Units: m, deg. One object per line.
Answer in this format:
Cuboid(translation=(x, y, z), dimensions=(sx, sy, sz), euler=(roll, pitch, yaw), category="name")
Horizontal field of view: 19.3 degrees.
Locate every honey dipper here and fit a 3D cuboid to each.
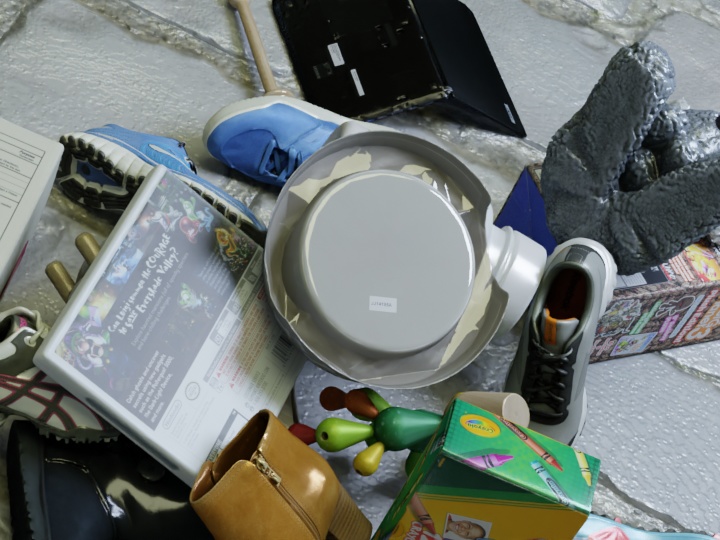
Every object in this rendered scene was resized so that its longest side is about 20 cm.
Cuboid(translation=(-0.093, -0.192, 1.963), dimensions=(0.038, 0.038, 0.200), euler=(0, 47, -25), category="honey dipper")

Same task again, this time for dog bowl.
Cuboid(translation=(0.015, -0.003, 1.633), dimensions=(0.199, 0.059, 0.201), euler=(4, 77, -18), category="dog bowl")

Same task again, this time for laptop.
Cuboid(translation=(0.037, -0.195, 2.039), dimensions=(0.199, 0.103, 0.178), euler=(-17, 55, -5), category="laptop")

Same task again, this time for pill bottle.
Cuboid(translation=(0.047, -0.028, 1.742), dimensions=(0.200, 0.114, 0.115), euler=(29, 44, -11), category="pill bottle")

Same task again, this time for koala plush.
Cuboid(translation=(0.263, -0.089, 1.830), dimensions=(0.178, 0.184, 0.200), euler=(52, 28, 11), category="koala plush")

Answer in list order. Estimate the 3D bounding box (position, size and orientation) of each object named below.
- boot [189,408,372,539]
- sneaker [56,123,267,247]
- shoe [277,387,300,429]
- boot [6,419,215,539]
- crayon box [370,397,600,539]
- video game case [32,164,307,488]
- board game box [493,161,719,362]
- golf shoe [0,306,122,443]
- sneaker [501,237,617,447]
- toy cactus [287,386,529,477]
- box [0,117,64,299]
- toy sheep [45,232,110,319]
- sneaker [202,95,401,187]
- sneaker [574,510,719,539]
Cuboid(translation=(-0.077, 0.213, 1.526), dimensions=(0.144, 0.071, 0.202), euler=(45, 55, -28), category="boot")
Cuboid(translation=(-0.157, -0.074, 1.786), dimensions=(0.200, 0.079, 0.089), euler=(30, 38, 18), category="sneaker")
Cuboid(translation=(-0.063, 0.131, 1.656), dimensions=(0.053, 0.070, 0.200), euler=(-12, 51, -4), category="shoe")
Cuboid(translation=(-0.169, 0.189, 1.555), dimensions=(0.167, 0.077, 0.201), euler=(3, 44, -17), category="boot")
Cuboid(translation=(0.084, 0.194, 1.580), dimensions=(0.118, 0.200, 0.058), euler=(23, 45, -4), category="crayon box")
Cuboid(translation=(-0.128, 0.047, 1.589), dimensions=(0.182, 0.023, 0.200), euler=(40, 52, -17), category="video game case")
Cuboid(translation=(0.245, -0.017, 1.913), dimensions=(0.199, 0.097, 0.160), euler=(-8, 55, -30), category="board game box")
Cuboid(translation=(-0.229, 0.075, 1.555), dimensions=(0.199, 0.088, 0.077), euler=(1, 24, -19), category="golf shoe")
Cuboid(translation=(0.155, 0.072, 1.744), dimensions=(0.074, 0.201, 0.079), euler=(14, 8, 14), category="sneaker")
Cuboid(translation=(0.058, 0.130, 1.638), dimensions=(0.200, 0.165, 0.103), euler=(17, 68, -40), category="toy cactus")
Cuboid(translation=(-0.330, -0.024, 1.649), dimensions=(0.127, 0.109, 0.200), euler=(23, 45, -4), category="box")
Cuboid(translation=(-0.164, 0.023, 1.672), dimensions=(0.138, 0.138, 0.200), euler=(44, 42, 16), category="toy sheep")
Cuboid(translation=(-0.037, -0.084, 1.858), dimensions=(0.199, 0.077, 0.111), euler=(11, 37, -24), category="sneaker")
Cuboid(translation=(0.226, 0.258, 1.690), dimensions=(0.199, 0.079, 0.096), euler=(11, 56, -4), category="sneaker")
